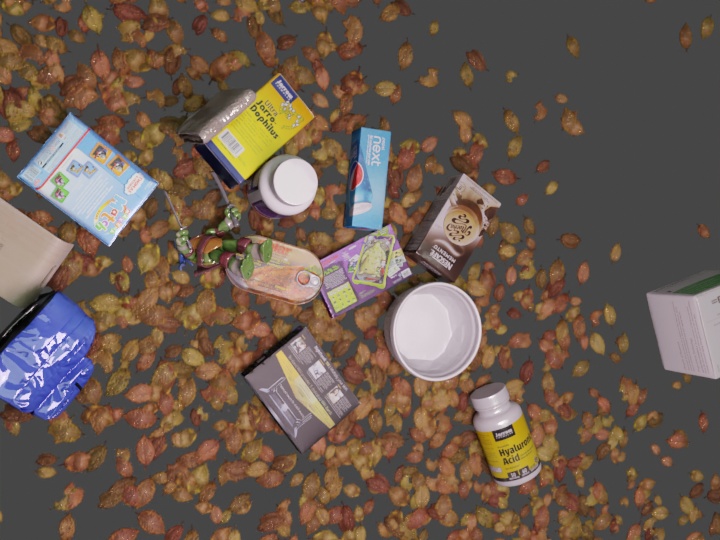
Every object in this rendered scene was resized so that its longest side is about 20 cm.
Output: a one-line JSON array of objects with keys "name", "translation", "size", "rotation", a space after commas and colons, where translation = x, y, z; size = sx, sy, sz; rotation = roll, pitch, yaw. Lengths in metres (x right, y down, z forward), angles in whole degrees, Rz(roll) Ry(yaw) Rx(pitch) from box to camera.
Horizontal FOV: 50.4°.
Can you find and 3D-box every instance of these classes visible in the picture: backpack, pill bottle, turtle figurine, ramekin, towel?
[{"name": "backpack", "translation": [-0.551, 0.147, 1.337], "size": [0.168, 0.162, 0.201], "rotation": [42, 65, -24]}, {"name": "pill bottle", "translation": [-0.145, -0.158, 1.445], "size": [0.110, 0.200, 0.113], "rotation": [0, 91, -18]}, {"name": "turtle figurine", "translation": [-0.266, -0.074, 1.411], "size": [0.192, 0.144, 0.202], "rotation": [19, 94, 21]}, {"name": "ramekin", "translation": [0.142, 0.123, 1.595], "size": [0.197, 0.105, 0.203], "rotation": [0, 91, -18]}, {"name": "towel", "translation": [-0.270, -0.286, 1.404], "size": [0.133, 0.199, 0.035], "rotation": [-45, 115, -13]}, {"name": "pill bottle", "translation": [0.307, 0.350, 1.650], "size": [0.110, 0.111, 0.202], "rotation": [-24, 97, -17]}]

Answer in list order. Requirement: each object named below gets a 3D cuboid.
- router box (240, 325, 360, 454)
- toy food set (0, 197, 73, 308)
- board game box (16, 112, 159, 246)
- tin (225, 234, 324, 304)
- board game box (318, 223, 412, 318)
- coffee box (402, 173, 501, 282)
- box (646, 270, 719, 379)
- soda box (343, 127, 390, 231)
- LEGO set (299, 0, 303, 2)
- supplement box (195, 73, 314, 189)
[{"name": "router box", "translation": [-0.119, 0.238, 1.534], "size": [0.157, 0.052, 0.201], "rotation": [-37, 101, -15]}, {"name": "toy food set", "translation": [-0.637, -0.047, 1.362], "size": [0.199, 0.060, 0.144], "rotation": [37, 91, -14]}, {"name": "board game box", "translation": [-0.499, -0.165, 1.411], "size": [0.199, 0.037, 0.152], "rotation": [39, 79, -14]}, {"name": "tin", "translation": [-0.169, -0.002, 1.510], "size": [0.198, 0.042, 0.113], "rotation": [17, 89, -8]}, {"name": "board game box", "translation": [0.000, 0.000, 1.586], "size": [0.198, 0.032, 0.121], "rotation": [-27, 102, -17]}, {"name": "coffee box", "translation": [0.194, -0.089, 1.623], "size": [0.112, 0.080, 0.201], "rotation": [35, 80, -16]}, {"name": "box", "translation": [0.818, 0.120, 1.788], "size": [0.197, 0.171, 0.203], "rotation": [-18, 95, -18]}, {"name": "soda box", "translation": [0.013, -0.185, 1.570], "size": [0.067, 0.064, 0.203], "rotation": [6, 88, -19]}, {"name": "LEGO set", "translation": [-0.106, -0.633, 1.522], "size": [0.200, 0.115, 0.154], "rotation": [49, 47, -17]}, {"name": "supplement box", "translation": [-0.204, -0.265, 1.472], "size": [0.200, 0.109, 0.110], "rotation": [-44, 103, -13]}]
